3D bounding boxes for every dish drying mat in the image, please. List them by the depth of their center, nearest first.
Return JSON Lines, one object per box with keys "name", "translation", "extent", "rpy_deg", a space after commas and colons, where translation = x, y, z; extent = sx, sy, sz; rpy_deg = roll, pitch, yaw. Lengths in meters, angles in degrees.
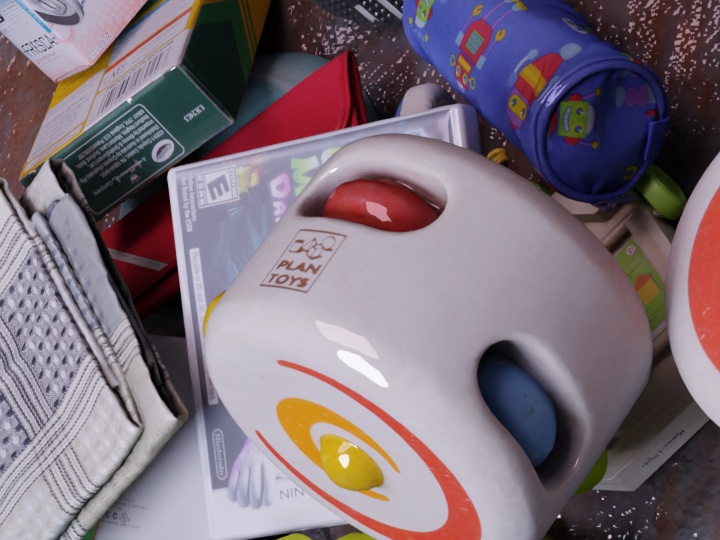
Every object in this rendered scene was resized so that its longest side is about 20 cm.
{"name": "dish drying mat", "translation": [-0.075, -0.043, 1.675], "extent": [0.200, 0.018, 0.077], "rpy_deg": [-36, 41, 26]}

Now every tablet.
{"name": "tablet", "translation": [-0.129, 0.100, 1.657], "extent": [0.199, 0.014, 0.131], "rpy_deg": [3, 85, 44]}

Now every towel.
{"name": "towel", "translation": [-0.189, 0.065, 1.608], "extent": [0.200, 0.034, 0.193], "rpy_deg": [-47, 53, 26]}

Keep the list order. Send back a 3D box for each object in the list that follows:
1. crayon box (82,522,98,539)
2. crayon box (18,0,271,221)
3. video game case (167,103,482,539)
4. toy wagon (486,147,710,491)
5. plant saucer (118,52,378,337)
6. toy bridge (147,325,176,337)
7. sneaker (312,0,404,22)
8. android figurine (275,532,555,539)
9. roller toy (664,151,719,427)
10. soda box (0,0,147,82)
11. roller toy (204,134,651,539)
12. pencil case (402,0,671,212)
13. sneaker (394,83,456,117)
{"name": "crayon box", "translation": [-0.206, 0.132, 1.677], "extent": [0.119, 0.058, 0.201], "rpy_deg": [27, 102, 44]}
{"name": "crayon box", "translation": [-0.118, -0.118, 1.734], "extent": [0.125, 0.052, 0.200], "rpy_deg": [-34, 23, 26]}
{"name": "video game case", "translation": [-0.011, 0.029, 1.544], "extent": [0.181, 0.023, 0.201], "rpy_deg": [-11, 81, 29]}
{"name": "toy wagon", "translation": [0.111, 0.016, 1.535], "extent": [0.155, 0.039, 0.200], "rpy_deg": [-45, 49, 17]}
{"name": "plant saucer", "translation": [-0.073, -0.036, 1.715], "extent": [0.199, 0.036, 0.201], "rpy_deg": [-17, 61, 35]}
{"name": "toy bridge", "translation": [-0.101, 0.064, 1.682], "extent": [0.067, 0.027, 0.200], "rpy_deg": [51, 124, 8]}
{"name": "sneaker", "translation": [0.048, -0.206, 1.670], "extent": [0.199, 0.074, 0.080], "rpy_deg": [-25, 43, 25]}
{"name": "android figurine", "translation": [0.004, 0.161, 1.463], "extent": [0.181, 0.200, 0.041], "rpy_deg": [2, 103, 41]}
{"name": "roller toy", "translation": [0.239, 0.010, 1.359], "extent": [0.199, 0.140, 0.183], "rpy_deg": [1, 73, 40]}
{"name": "soda box", "translation": [-0.132, -0.206, 1.752], "extent": [0.200, 0.068, 0.064], "rpy_deg": [-53, 16, -22]}
{"name": "roller toy", "translation": [0.026, 0.041, 1.380], "extent": [0.200, 0.183, 0.140], "rpy_deg": [34, 66, 6]}
{"name": "pencil case", "translation": [0.092, -0.105, 1.547], "extent": [0.200, 0.086, 0.078], "rpy_deg": [51, 125, 57]}
{"name": "sneaker", "translation": [-0.001, 0.000, 1.609], "extent": [0.111, 0.077, 0.201], "rpy_deg": [-5, 75, 29]}
